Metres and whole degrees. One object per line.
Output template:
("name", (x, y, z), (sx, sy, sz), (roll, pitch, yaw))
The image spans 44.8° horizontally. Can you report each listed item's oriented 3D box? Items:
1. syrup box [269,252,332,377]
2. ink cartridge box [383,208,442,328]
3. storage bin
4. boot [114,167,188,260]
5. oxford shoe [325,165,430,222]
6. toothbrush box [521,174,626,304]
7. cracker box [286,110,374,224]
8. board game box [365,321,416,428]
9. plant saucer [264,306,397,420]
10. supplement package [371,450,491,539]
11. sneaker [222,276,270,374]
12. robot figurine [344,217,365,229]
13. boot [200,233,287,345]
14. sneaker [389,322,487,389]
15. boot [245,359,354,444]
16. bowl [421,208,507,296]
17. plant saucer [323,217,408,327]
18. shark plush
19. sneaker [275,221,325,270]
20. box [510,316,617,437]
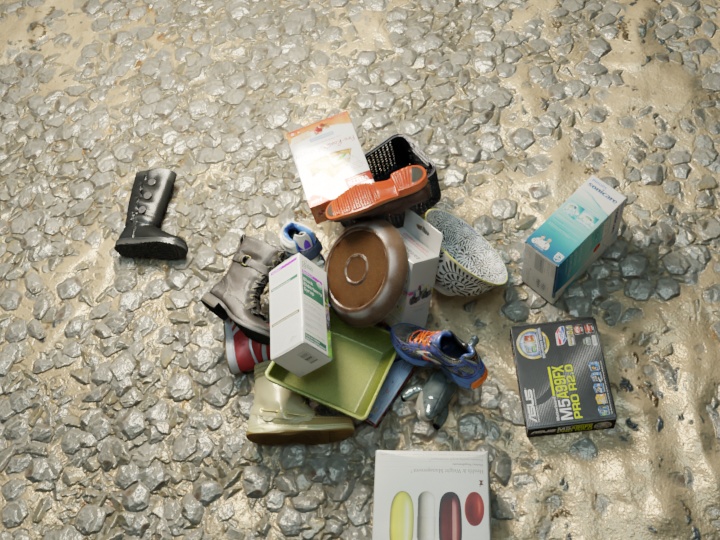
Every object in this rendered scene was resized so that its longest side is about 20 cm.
("syrup box", (-0.108, 0.077, 1.556), (0.081, 0.078, 0.202), (-30, 44, 27))
("ink cartridge box", (0.079, 0.001, 1.618), (0.067, 0.203, 0.115), (-15, 38, -33))
("storage bin", (0.047, -0.156, 1.722), (0.199, 0.094, 0.135), (-36, 57, -9))
("boot", (-0.425, -0.125, 1.869), (0.162, 0.066, 0.203), (4, 56, 9))
("oxford shoe", (0.035, -0.121, 1.594), (0.197, 0.073, 0.072), (-18, 47, 7))
("toothbrush box", (0.401, -0.058, 1.651), (0.085, 0.147, 0.200), (39, 70, 26))
("cracker box", (-0.055, -0.201, 1.685), (0.132, 0.058, 0.202), (-20, 57, 0))
("board game box", (0.043, 0.185, 1.636), (0.102, 0.020, 0.201), (28, 68, 21))
("plant saucer", (-0.047, 0.170, 1.589), (0.197, 0.048, 0.201), (22, 49, 10))
("supplement package", (0.118, 0.413, 1.416), (0.188, 0.148, 0.203), (-2, 58, 7))
("sneaker", (-0.210, 0.095, 1.697), (0.110, 0.071, 0.203), (-12, 66, 6))
("robot figurine", (0.040, -0.085, 1.773), (0.142, 0.059, 0.203), (3, 60, 11))
("boot", (-0.193, 0.029, 1.649), (0.198, 0.069, 0.175), (30, 73, 23))
("sneaker", (0.136, 0.132, 1.539), (0.198, 0.079, 0.075), (20, 52, 32))
("boot", (-0.107, 0.236, 1.602), (0.196, 0.073, 0.158), (-4, 58, 9))
("bowl", (0.177, -0.015, 1.669), (0.095, 0.199, 0.202), (-50, 56, 27))
("plant saucer", (0.000, 0.000, 1.592), (0.198, 0.032, 0.204), (-11, 73, 38))
("shark plush", (0.166, 0.202, 1.572), (0.199, 0.083, 0.091), (-36, 80, -28))
("sneaker", (-0.095, -0.006, 1.694), (0.080, 0.147, 0.201), (-30, 59, -10))
("box", (0.361, 0.190, 1.570), (0.157, 0.044, 0.203), (-6, 59, 5))
